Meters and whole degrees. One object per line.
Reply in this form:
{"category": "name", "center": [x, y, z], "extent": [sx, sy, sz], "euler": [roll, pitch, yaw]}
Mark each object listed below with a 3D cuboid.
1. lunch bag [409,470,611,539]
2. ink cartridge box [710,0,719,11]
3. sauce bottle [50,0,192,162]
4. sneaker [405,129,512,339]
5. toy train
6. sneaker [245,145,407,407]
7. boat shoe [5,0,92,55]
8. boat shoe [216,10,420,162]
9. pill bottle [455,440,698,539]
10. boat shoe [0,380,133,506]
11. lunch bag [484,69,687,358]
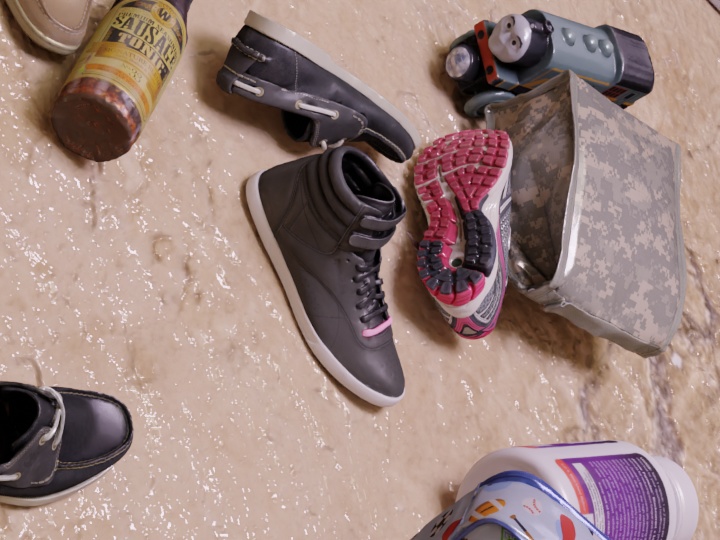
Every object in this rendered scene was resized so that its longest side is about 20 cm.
{"category": "lunch bag", "center": [0.095, 0.239, 1.498], "extent": [0.160, 0.200, 0.076], "euler": [39, 38, -7]}
{"category": "ink cartridge box", "center": [0.429, -0.308, 2.359], "extent": [0.200, 0.067, 0.116], "euler": [40, 41, -26]}
{"category": "sauce bottle", "center": [-0.158, -0.160, 1.564], "extent": [0.066, 0.066, 0.201], "euler": [43, 40, -23]}
{"category": "sneaker", "center": [0.083, -0.035, 1.773], "extent": [0.075, 0.080, 0.201], "euler": [67, 25, -44]}
{"category": "toy train", "center": [0.164, -0.175, 1.916], "extent": [0.199, 0.114, 0.086], "euler": [11, 58, -46]}
{"category": "sneaker", "center": [0.000, 0.000, 1.619], "extent": [0.071, 0.099, 0.201], "euler": [-29, 91, -55]}
{"category": "boat shoe", "center": [-0.211, -0.247, 1.555], "extent": [0.072, 0.065, 0.201], "euler": [22, 51, -40]}
{"category": "boat shoe", "center": [-0.031, -0.127, 1.698], "extent": [0.200, 0.072, 0.068], "euler": [30, 86, -44]}
{"category": "pill bottle", "center": [0.172, 0.187, 1.692], "extent": [0.199, 0.111, 0.112], "euler": [2, 66, -49]}
{"category": "boat shoe", "center": [-0.205, 0.100, 1.338], "extent": [0.199, 0.067, 0.072], "euler": [2, 64, -51]}
{"category": "lunch bag", "center": [0.187, -0.035, 1.846], "extent": [0.164, 0.117, 0.201], "euler": [27, 53, -40]}
